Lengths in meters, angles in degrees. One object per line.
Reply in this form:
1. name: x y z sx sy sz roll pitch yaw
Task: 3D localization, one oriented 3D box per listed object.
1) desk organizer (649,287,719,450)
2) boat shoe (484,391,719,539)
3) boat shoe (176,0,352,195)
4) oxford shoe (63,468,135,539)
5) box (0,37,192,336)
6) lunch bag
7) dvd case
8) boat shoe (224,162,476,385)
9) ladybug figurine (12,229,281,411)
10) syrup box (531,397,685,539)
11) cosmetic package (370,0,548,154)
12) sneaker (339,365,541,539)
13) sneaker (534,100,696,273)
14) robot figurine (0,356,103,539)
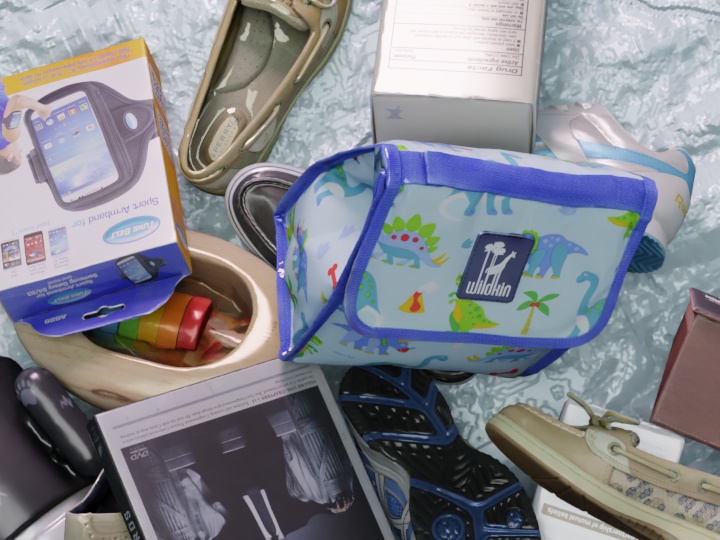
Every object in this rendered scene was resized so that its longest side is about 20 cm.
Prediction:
1. desk organizer: 0.281 0.088 1.528 0.200 0.072 0.077 23 101 2
2. boat shoe: 0.169 0.124 1.475 0.200 0.073 0.063 29 82 -4
3. boat shoe: -0.062 -0.144 1.601 0.073 0.063 0.201 28 89 8
4. oxford shoe: -0.113 0.132 1.520 0.071 0.200 0.074 2 115 27
5. box: -0.176 -0.051 1.568 0.119 0.041 0.200 -16 50 4
6. lunch bag: 0.057 -0.015 1.452 0.170 0.200 0.128 4 66 -20
7. dvd case: -0.057 0.157 1.465 0.150 0.025 0.200 -17 73 -27
8. boat shoe: 0.000 0.000 1.571 0.200 0.057 0.069 37 91 -1
9. ladybug figurine: -0.128 0.040 1.576 0.200 0.072 0.136 17 58 13
10. syrup box: 0.134 0.186 1.544 0.081 0.079 0.200 19 87 7
11. cosmetic package: 0.066 -0.163 1.540 0.103 0.087 0.200 5 59 6
12. sneaker: 0.055 0.143 1.529 0.076 0.077 0.200 -23 58 -10
13. sneaker: 0.114 -0.070 1.579 0.200 0.077 0.081 24 65 11
14. robot figurine: -0.230 0.134 1.565 0.125 0.150 0.200 -38 81 -16
